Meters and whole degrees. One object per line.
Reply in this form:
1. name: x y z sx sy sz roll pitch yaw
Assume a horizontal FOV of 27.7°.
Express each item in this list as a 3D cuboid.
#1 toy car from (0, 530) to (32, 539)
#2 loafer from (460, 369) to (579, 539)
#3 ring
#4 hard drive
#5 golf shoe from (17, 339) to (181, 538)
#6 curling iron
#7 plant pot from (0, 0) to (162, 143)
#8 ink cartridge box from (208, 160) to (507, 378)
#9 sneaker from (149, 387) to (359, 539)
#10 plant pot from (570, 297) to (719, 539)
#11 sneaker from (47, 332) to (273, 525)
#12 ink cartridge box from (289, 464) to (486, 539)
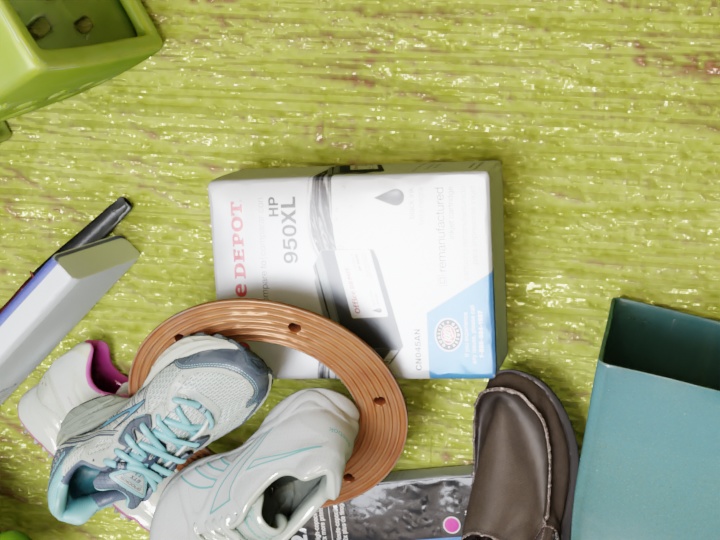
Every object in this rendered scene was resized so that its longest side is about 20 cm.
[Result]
1. toy car: -0.353 0.249 1.057 0.164 0.200 0.158 30 136 23
2. loafer: 0.109 0.171 1.024 0.073 0.071 0.201 -4 93 38
3. ring: -0.064 0.094 1.024 0.199 0.019 0.201 5 129 7
4. hard drive: -0.255 0.058 1.072 0.025 0.132 0.200 45 104 3
5. golf shoe: -0.162 0.133 1.097 0.200 0.075 0.092 38 100 3
6. curling iron: -0.254 0.006 1.119 0.200 0.026 0.050 -34 93 14
7. plant pot: -0.288 -0.185 1.016 0.181 0.200 0.200 -31 92 22
8. ink cartridge box: 0.000 0.000 1.035 0.199 0.084 0.145 -1 98 12
9. sneaker: -0.082 0.161 1.005 0.070 0.080 0.200 37 119 -21
10. plant pot: 0.213 0.146 0.991 0.141 0.141 0.201 14 109 9
11. sneaker: -0.137 0.117 0.988 0.200 0.087 0.078 -33 117 32
12. ink cartridge box: -0.003 0.202 1.093 0.199 0.037 0.095 -7 97 15
